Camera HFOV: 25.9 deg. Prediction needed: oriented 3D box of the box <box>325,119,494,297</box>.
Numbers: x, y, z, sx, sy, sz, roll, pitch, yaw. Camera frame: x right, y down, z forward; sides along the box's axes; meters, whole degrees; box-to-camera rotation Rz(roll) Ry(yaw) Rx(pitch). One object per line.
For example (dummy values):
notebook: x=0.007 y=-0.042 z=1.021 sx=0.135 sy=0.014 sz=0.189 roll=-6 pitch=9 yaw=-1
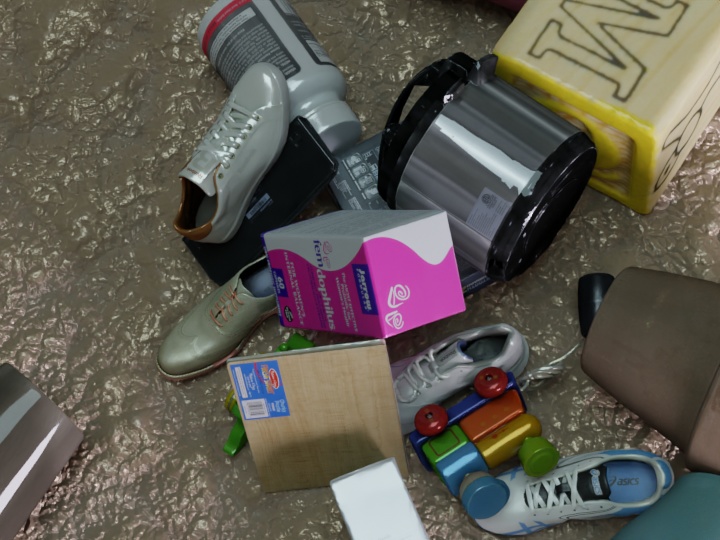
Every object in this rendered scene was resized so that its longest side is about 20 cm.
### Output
box: x=0.068 y=-0.062 z=1.660 sx=0.157 sy=0.051 sz=0.200 roll=-28 pitch=67 yaw=-5

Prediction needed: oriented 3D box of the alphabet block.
alphabet block: x=0.271 y=-0.213 z=1.622 sx=0.196 sy=0.195 sz=0.200 roll=31 pitch=74 yaw=19

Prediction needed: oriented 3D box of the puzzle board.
puzzle board: x=-0.038 y=0.142 z=1.520 sx=0.150 sy=0.200 sz=0.017 roll=-7 pitch=44 yaw=5

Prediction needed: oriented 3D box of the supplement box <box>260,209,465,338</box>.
supplement box: x=0.000 y=0.000 z=1.532 sx=0.103 sy=0.200 sz=0.101 roll=-18 pitch=101 yaw=-32

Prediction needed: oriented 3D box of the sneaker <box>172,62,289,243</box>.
sneaker: x=-0.135 y=-0.119 z=1.608 sx=0.073 sy=0.085 sz=0.200 roll=27 pitch=103 yaw=27

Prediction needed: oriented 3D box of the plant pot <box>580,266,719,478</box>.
plant pot: x=0.310 y=0.082 z=1.496 sx=0.174 sy=0.200 sz=0.201 roll=25 pitch=73 yaw=18

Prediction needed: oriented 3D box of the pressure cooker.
pressure cooker: x=0.112 y=-0.109 z=1.550 sx=0.200 sy=0.179 sz=0.176 roll=34 pitch=79 yaw=16

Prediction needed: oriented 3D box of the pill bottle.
pill bottle: x=-0.084 y=-0.208 z=1.705 sx=0.111 sy=0.111 sz=0.200 roll=-32 pitch=68 yaw=-6

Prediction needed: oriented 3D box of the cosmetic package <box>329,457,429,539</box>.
cosmetic package: x=0.042 y=0.289 z=1.499 sx=0.074 sy=0.102 sz=0.200 roll=-21 pitch=69 yaw=-3

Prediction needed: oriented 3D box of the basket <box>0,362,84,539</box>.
basket: x=-0.388 y=0.201 z=1.572 sx=0.180 sy=0.136 sz=0.200 roll=38 pitch=74 yaw=15

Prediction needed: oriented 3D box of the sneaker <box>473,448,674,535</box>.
sneaker: x=0.205 y=0.212 z=1.525 sx=0.199 sy=0.073 sz=0.072 roll=-11 pitch=69 yaw=4

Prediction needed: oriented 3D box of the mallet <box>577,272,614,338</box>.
mallet: x=0.320 y=0.025 z=1.606 sx=0.199 sy=0.041 sz=0.066 roll=-9 pitch=71 yaw=-1

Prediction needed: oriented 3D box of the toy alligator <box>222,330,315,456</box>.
toy alligator: x=-0.082 y=0.102 z=1.611 sx=0.059 sy=0.054 sz=0.200 roll=32 pitch=75 yaw=17

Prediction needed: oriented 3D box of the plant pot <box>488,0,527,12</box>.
plant pot: x=0.156 y=-0.376 z=1.710 sx=0.179 sy=0.200 sz=0.200 roll=33 pitch=75 yaw=1

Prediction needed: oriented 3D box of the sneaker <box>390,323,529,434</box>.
sneaker: x=0.074 y=0.101 z=1.576 sx=0.200 sy=0.087 sz=0.075 roll=-28 pitch=70 yaw=-3

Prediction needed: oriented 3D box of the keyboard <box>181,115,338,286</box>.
keyboard: x=-0.118 y=-0.087 z=1.659 sx=0.200 sy=0.021 sz=0.127 roll=-44 pitch=73 yaw=22

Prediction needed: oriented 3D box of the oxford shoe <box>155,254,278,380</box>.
oxford shoe: x=-0.136 y=0.037 z=1.633 sx=0.200 sy=0.074 sz=0.071 roll=-39 pitch=69 yaw=-9

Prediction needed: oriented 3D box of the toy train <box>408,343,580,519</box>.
toy train: x=0.158 y=0.153 z=1.526 sx=0.200 sy=0.085 sz=0.116 roll=-31 pitch=42 yaw=-6

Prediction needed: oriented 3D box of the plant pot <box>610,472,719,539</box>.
plant pot: x=0.302 y=0.295 z=1.424 sx=0.200 sy=0.200 sz=0.188 roll=29 pitch=63 yaw=17
